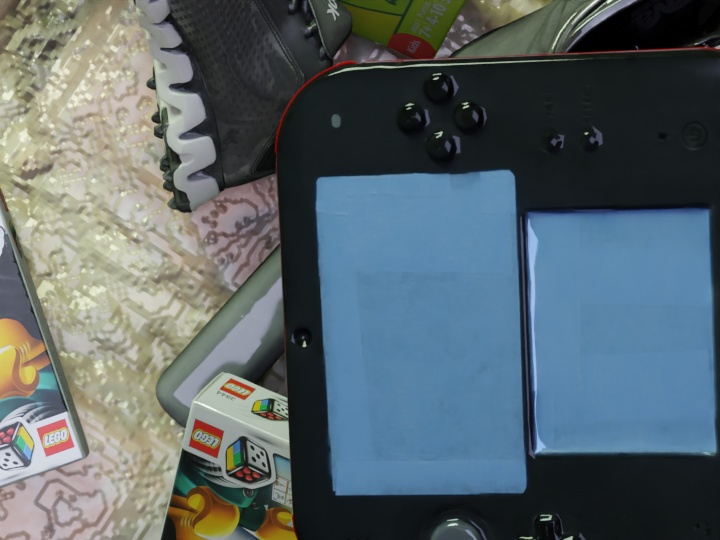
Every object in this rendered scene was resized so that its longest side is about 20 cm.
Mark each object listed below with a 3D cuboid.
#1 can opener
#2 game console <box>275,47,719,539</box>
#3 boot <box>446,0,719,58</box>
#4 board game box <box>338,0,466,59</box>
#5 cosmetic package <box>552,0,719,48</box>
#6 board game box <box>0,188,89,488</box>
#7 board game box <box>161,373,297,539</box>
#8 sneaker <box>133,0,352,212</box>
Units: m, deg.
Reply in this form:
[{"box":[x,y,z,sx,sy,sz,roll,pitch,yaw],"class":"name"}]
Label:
[{"box":[0.000,0.000,1.061,0.067,0.053,0.200,42,88,-3],"class":"can opener"},{"box":[0.058,0.022,0.901,0.176,0.031,0.201,-1,96,18],"class":"game console"},{"box":[0.076,-0.073,0.964,0.200,0.132,0.070,-42,94,9],"class":"boot"},{"box":[-0.043,-0.164,1.027,0.199,0.102,0.048,22,64,-5],"class":"board game box"},{"box":[0.117,-0.160,1.059,0.103,0.073,0.200,-34,93,-3],"class":"cosmetic package"},{"box":[-0.229,0.052,1.052,0.199,0.035,0.127,-19,92,-4],"class":"board game box"},{"box":[0.014,0.136,0.985,0.199,0.035,0.127,22,117,15],"class":"board game box"},{"box":[-0.051,-0.114,1.008,0.090,0.067,0.200,-11,132,-4],"class":"sneaker"}]
